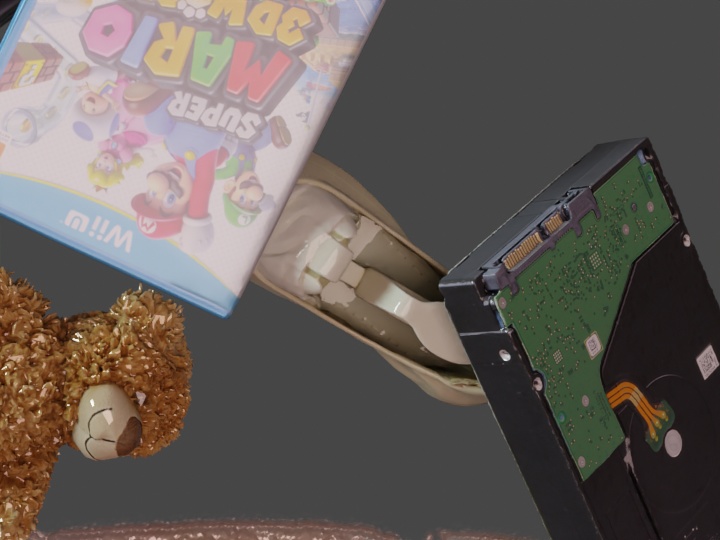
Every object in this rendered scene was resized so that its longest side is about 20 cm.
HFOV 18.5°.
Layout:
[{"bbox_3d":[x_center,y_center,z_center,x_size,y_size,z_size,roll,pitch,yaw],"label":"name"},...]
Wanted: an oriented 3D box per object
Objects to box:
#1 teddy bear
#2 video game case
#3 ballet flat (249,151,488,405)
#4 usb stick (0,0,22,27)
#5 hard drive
[{"bbox_3d":[-0.174,0.058,0.999,0.200,0.067,0.145,17,102,-15],"label":"teddy bear"},{"bbox_3d":[-0.078,-0.097,0.966,0.143,0.018,0.200,25,94,-13],"label":"video game case"},{"bbox_3d":[0.000,0.000,1.022,0.200,0.069,0.070,32,95,-17],"label":"ballet flat"},{"bbox_3d":[-0.114,-0.175,0.973,0.200,0.033,0.055,-37,101,-1],"label":"usb stick"},{"bbox_3d":[0.123,0.056,1.041,0.140,0.038,0.200,-41,114,-38],"label":"hard drive"}]
